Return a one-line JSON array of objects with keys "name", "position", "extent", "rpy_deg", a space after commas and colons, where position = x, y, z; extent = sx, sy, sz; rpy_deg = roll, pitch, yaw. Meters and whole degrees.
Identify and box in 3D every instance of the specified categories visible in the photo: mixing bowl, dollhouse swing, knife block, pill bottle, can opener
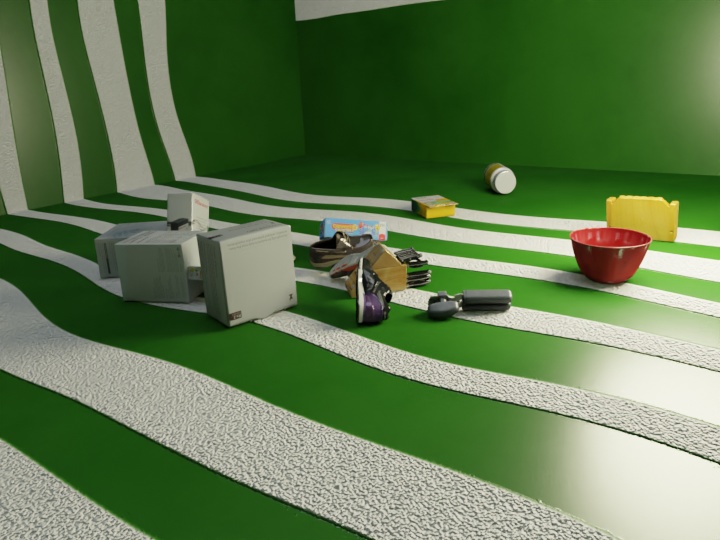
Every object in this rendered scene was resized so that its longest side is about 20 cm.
[{"name": "mixing bowl", "position": [0.632, -0.034, 1.526], "extent": [0.192, 0.112, 0.201], "rpy_deg": [-3, 19, 1]}, {"name": "dollhouse swing", "position": [0.899, -0.191, 1.888], "extent": [0.195, 0.186, 0.176], "rpy_deg": [9, 41, 35]}, {"name": "knife block", "position": [0.081, 0.021, 1.547], "extent": [0.174, 0.201, 0.064], "rpy_deg": [38, 6, -27]}, {"name": "pill bottle", "position": [0.626, -0.411, 2.679], "extent": [0.110, 0.118, 0.201], "rpy_deg": [-3, 17, 0]}, {"name": "can opener", "position": [0.248, 0.083, 1.361], "extent": [0.192, 0.054, 0.068], "rpy_deg": [-1, 50, 5]}]

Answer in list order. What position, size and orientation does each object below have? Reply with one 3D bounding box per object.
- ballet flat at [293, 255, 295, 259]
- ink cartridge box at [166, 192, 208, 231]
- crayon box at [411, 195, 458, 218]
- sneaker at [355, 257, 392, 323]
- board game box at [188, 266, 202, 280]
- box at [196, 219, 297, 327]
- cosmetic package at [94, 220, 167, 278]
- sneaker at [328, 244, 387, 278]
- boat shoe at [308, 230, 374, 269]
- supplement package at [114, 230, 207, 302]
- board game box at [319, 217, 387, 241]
[{"name": "ballet flat", "position": [-0.290, -0.047, 1.800], "extent": [0.193, 0.072, 0.069], "rpy_deg": [-9, 18, -19]}, {"name": "ink cartridge box", "position": [-0.505, -0.113, 1.754], "extent": [0.081, 0.208, 0.145], "rpy_deg": [0, -3, 5]}, {"name": "crayon box", "position": [0.288, -0.248, 2.340], "extent": [0.121, 0.053, 0.200], "rpy_deg": [-8, 18, -14]}, {"name": "sneaker", "position": [0.032, 0.050, 1.408], "extent": [0.084, 0.078, 0.203], "rpy_deg": [3, 40, -3]}, {"name": "board game box", "position": [-0.348, 0.009, 1.590], "extent": [0.130, 0.036, 0.199], "rpy_deg": [3, 1, 17]}, {"name": "box", "position": [-0.268, 0.000, 1.425], "extent": [0.195, 0.207, 0.129], "rpy_deg": [-17, 21, -38]}, {"name": "cosmetic package", "position": [-0.680, -0.070, 1.847], "extent": [0.192, 0.127, 0.200], "rpy_deg": [-2, 18, -1]}, {"name": "sneaker", "position": [0.000, 0.000, 1.616], "extent": [0.196, 0.083, 0.078], "rpy_deg": [-18, 23, 34]}, {"name": "boat shoe", "position": [-0.053, -0.066, 1.683], "extent": [0.194, 0.075, 0.075], "rpy_deg": [-20, 42, -10]}, {"name": "supplement package", "position": [-0.519, -0.015, 1.595], "extent": [0.193, 0.157, 0.151], "rpy_deg": [1, 17, 12]}, {"name": "board game box", "position": [-0.027, -0.122, 1.869], "extent": [0.192, 0.058, 0.196], "rpy_deg": [3, -1, -9]}]
